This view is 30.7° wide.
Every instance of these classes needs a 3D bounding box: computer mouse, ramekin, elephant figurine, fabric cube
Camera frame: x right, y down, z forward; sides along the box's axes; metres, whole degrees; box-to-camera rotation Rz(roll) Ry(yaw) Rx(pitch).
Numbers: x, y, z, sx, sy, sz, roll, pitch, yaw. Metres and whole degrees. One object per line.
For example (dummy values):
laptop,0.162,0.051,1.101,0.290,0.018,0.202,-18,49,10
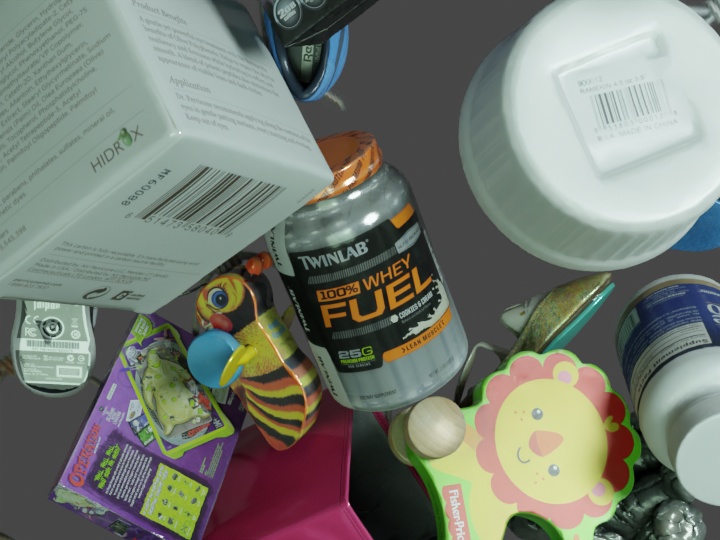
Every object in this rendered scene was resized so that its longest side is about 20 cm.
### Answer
computer mouse,-0.255,0.008,1.088,0.109,0.044,0.201,4,109,-6
ramekin,0.177,-0.105,0.940,0.200,0.098,0.201,1,81,-6
elephant figurine,0.181,0.195,1.117,0.199,0.142,0.156,-12,100,1
fabric cube,-0.045,0.247,1.108,0.199,0.196,0.200,-27,112,13

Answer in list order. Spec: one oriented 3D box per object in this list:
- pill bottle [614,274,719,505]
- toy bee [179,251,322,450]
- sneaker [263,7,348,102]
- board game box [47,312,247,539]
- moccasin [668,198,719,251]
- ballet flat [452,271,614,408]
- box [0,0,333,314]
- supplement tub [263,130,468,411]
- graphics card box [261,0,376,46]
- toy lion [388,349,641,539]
pill bottle,0.268,0.092,1.025,0.111,0.200,0.111,0,116,1
toy bee,-0.095,0.044,1.047,0.200,0.131,0.109,37,118,-17
sneaker,-0.041,-0.221,0.956,0.066,0.078,0.201,-1,114,4
board game box,-0.160,0.129,1.055,0.120,0.200,0.032,35,129,-15
moccasin,0.192,-0.060,1.032,0.200,0.068,0.081,17,122,-5
ballet flat,0.132,0.069,1.097,0.071,0.071,0.200,29,111,-11
box,-0.170,-0.092,0.912,0.200,0.199,0.172,-34,71,21
supplement tub,0.000,0.000,1.032,0.122,0.123,0.200,-19,113,10
graphics card box,-0.042,-0.267,0.875,0.125,0.051,0.200,-30,86,33
toy lion,0.127,0.164,1.012,0.191,0.069,0.201,-5,76,-14
